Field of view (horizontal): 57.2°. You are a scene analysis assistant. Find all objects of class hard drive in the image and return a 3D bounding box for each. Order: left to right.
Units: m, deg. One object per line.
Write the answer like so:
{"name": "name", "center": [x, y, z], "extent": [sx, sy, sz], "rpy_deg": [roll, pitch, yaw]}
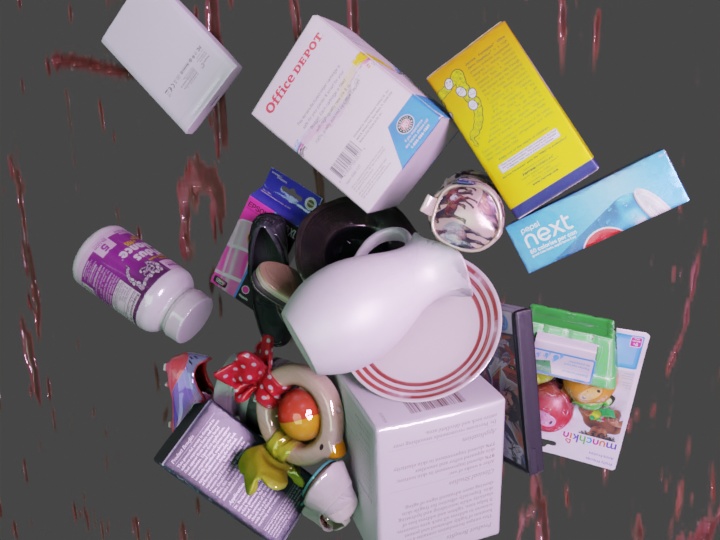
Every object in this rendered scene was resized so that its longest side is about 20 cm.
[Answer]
{"name": "hard drive", "center": [-0.283, -0.322, 0.983], "extent": [0.200, 0.027, 0.132], "rpy_deg": [47, 111, 6]}

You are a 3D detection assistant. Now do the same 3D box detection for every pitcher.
{"name": "pitcher", "center": [0.004, 0.024, 0.779], "extent": [0.200, 0.172, 0.121], "rpy_deg": [-30, 123, -12]}

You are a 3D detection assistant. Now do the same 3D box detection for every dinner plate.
{"name": "dinner plate", "center": [0.072, 0.066, 0.801], "extent": [0.200, 0.024, 0.200], "rpy_deg": [-9, 56, 14]}

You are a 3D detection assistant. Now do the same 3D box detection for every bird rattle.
{"name": "bird rattle", "center": [-0.090, 0.178, 0.846], "extent": [0.163, 0.113, 0.200], "rpy_deg": [-13, 78, 30]}

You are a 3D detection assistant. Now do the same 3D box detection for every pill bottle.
{"name": "pill bottle", "center": [-0.331, 0.024, 1.017], "extent": [0.200, 0.112, 0.112], "rpy_deg": [32, 109, 11]}
{"name": "pill bottle", "center": [-0.105, 0.193, 0.965], "extent": [0.200, 0.116, 0.117], "rpy_deg": [15, 104, 17]}

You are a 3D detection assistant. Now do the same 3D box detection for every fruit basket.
{"name": "fruit basket", "center": [0.251, 0.152, 0.845], "extent": [0.185, 0.094, 0.200], "rpy_deg": [12, 107, 17]}

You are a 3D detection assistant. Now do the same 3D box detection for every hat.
{"name": "hat", "center": [0.000, 0.000, 0.905], "extent": [0.200, 0.081, 0.201], "rpy_deg": [4, 68, -11]}

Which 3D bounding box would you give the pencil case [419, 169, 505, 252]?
{"name": "pencil case", "center": [0.127, -0.078, 0.793], "extent": [0.089, 0.200, 0.078], "rpy_deg": [35, 106, 2]}

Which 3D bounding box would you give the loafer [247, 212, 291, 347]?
{"name": "loafer", "center": [-0.129, 0.020, 0.933], "extent": [0.068, 0.070, 0.201], "rpy_deg": [0, 109, 6]}

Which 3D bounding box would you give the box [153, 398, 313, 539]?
{"name": "box", "center": [-0.181, 0.289, 0.952], "extent": [0.200, 0.148, 0.107], "rpy_deg": [39, 67, -8]}

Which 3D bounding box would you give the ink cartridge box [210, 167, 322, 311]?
{"name": "ink cartridge box", "center": [-0.141, -0.043, 0.980], "extent": [0.095, 0.037, 0.200], "rpy_deg": [32, 107, 11]}

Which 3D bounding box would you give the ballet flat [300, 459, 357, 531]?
{"name": "ballet flat", "center": [-0.034, 0.286, 0.821], "extent": [0.069, 0.069, 0.200], "rpy_deg": [35, 152, 11]}

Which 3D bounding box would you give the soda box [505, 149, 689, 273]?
{"name": "soda box", "center": [0.285, -0.071, 0.806], "extent": [0.200, 0.064, 0.068], "rpy_deg": [-27, 90, 22]}

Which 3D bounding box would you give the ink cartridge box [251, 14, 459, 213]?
{"name": "ink cartridge box", "center": [0.000, -0.195, 0.841], "extent": [0.200, 0.145, 0.147], "rpy_deg": [42, 110, 8]}

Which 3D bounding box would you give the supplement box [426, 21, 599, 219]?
{"name": "supplement box", "center": [0.186, -0.177, 0.797], "extent": [0.109, 0.109, 0.200], "rpy_deg": [-33, 87, 21]}

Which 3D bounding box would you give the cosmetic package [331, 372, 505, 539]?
{"name": "cosmetic package", "center": [0.067, 0.225, 0.834], "extent": [0.167, 0.166, 0.200], "rpy_deg": [-8, 111, -19]}

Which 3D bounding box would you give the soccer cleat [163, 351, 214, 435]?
{"name": "soccer cleat", "center": [-0.264, 0.229, 1.059], "extent": [0.076, 0.067, 0.200], "rpy_deg": [-5, 95, 16]}

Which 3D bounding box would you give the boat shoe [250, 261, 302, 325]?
{"name": "boat shoe", "center": [-0.082, 0.049, 0.895], "extent": [0.065, 0.200, 0.072], "rpy_deg": [-36, 56, 18]}

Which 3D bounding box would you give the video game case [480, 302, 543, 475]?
{"name": "video game case", "center": [0.159, 0.136, 0.846], "extent": [0.181, 0.025, 0.200], "rpy_deg": [10, 108, 64]}
